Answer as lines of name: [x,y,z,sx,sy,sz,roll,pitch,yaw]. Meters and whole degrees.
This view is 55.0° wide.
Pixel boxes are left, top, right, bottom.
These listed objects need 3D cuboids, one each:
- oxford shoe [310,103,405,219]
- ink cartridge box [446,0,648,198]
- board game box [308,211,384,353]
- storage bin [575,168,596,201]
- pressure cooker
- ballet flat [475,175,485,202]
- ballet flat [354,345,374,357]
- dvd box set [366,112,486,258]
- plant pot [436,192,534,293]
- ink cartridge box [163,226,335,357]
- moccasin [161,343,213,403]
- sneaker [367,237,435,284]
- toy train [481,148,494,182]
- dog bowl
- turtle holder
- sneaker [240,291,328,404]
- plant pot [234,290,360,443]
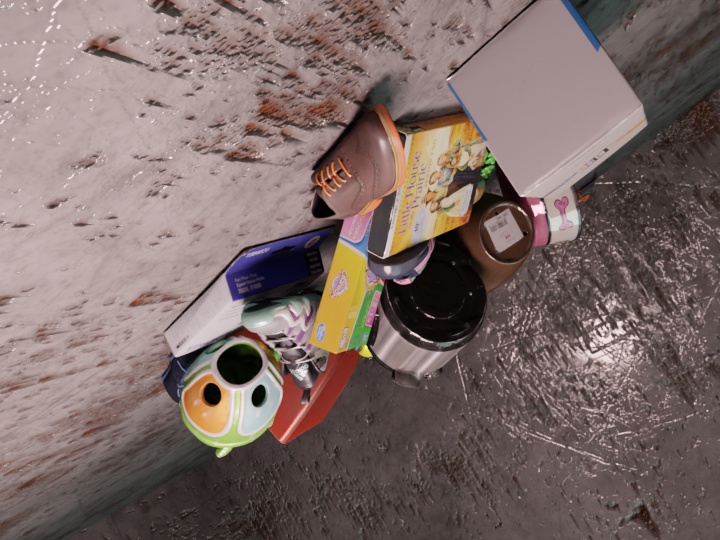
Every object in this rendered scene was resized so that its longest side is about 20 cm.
oxford shoe: [-0.007,-0.094,0.689,0.071,0.072,0.200,-25,168,-18]
ink cartridge box: [0.213,-0.182,0.761,0.144,0.149,0.199,-37,170,23]
board game box: [0.000,0.000,0.913,0.153,0.039,0.205,2,104,-75]
storage bin: [0.393,-0.205,1.337,0.197,0.147,0.135,-30,160,-23]
pressure cooker: [0.089,0.071,1.077,0.174,0.180,0.201,-35,168,-24]
ballet flat: [0.092,-0.084,1.008,0.196,0.069,0.072,-25,-170,14]
ballet flat: [0.034,0.054,1.194,0.065,0.205,0.067,12,156,-9]
dvd box set: [0.087,-0.109,0.831,0.198,0.029,0.150,-22,130,-49]
plant pot: [0.197,-0.050,1.123,0.184,0.190,0.200,-31,-178,-12]
ink cartridge box: [-0.137,0.028,0.926,0.199,0.041,0.198,-41,168,34]
moccasin: [-0.255,0.159,1.082,0.079,0.069,0.200,-27,166,-32]
sneaker: [0.057,-0.011,0.892,0.200,0.068,0.084,-41,142,-62]
toy train: [0.176,-0.161,1.070,0.055,0.043,0.200,-23,170,-2]
dog bowl: [0.283,-0.131,1.128,0.072,0.205,0.200,-22,171,1]
turtle holder: [-0.160,0.157,0.968,0.181,0.143,0.133,-11,147,-28]
sneaker: [-0.085,0.104,0.895,0.076,0.144,0.199,-5,180,23]
plant pot: [-0.107,0.145,1.209,0.177,0.200,0.199,-47,168,11]
